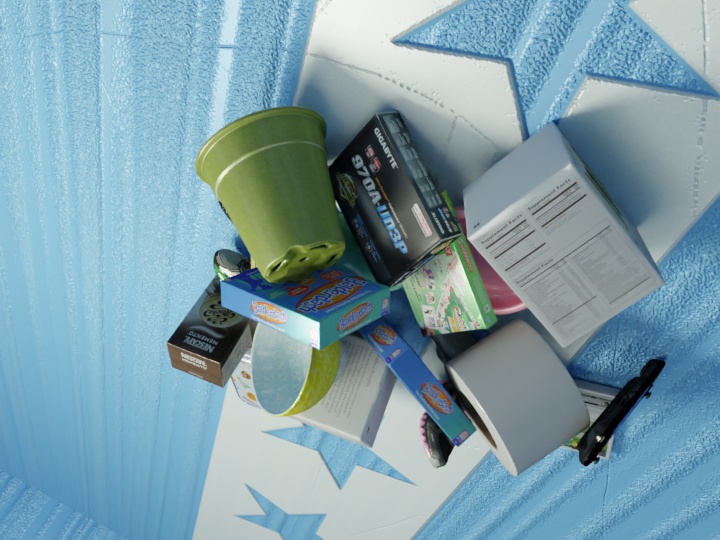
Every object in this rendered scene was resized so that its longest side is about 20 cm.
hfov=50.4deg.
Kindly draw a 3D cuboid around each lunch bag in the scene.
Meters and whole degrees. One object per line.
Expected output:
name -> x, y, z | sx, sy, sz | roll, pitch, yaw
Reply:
lunch bag -> -0.208, 0.212, 1.601 | 0.159, 0.076, 0.201 | 14, 138, 22

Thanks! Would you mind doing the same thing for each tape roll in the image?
tape roll -> 0.239, 0.195, 1.189 | 0.204, 0.138, 0.203 | 58, 174, 9

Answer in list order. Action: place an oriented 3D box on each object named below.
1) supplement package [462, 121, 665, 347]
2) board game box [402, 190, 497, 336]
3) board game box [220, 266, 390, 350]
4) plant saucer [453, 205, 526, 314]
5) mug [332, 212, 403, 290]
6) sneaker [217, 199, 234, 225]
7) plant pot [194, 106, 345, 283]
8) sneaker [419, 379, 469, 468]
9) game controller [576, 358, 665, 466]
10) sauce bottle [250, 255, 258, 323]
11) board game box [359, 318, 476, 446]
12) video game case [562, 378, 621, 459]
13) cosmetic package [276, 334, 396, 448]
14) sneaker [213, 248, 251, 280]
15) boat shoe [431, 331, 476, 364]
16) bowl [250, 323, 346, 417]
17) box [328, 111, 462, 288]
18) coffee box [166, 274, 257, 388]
supplement package -> 0.249, -0.047, 0.966 | 0.150, 0.152, 0.200 | -37, 109, 22
board game box -> 0.108, -0.005, 1.116 | 0.134, 0.029, 0.202 | -13, 102, 50
board game box -> -0.080, 0.038, 1.102 | 0.199, 0.152, 0.045 | 19, 119, 36
plant saucer -> 0.184, -0.022, 1.144 | 0.199, 0.051, 0.202 | 17, 138, 16
mug -> -0.010, -0.005, 1.226 | 0.152, 0.115, 0.185 | 43, 139, -15
sneaker -> -0.175, -0.110, 1.226 | 0.200, 0.078, 0.066 | 51, 148, 35
plant pot -> -0.109, -0.091, 1.072 | 0.200, 0.199, 0.191 | -44, 62, 49
sneaker -> 0.163, 0.260, 1.343 | 0.095, 0.201, 0.079 | -12, 120, 24
game controller -> 0.394, 0.211, 1.150 | 0.042, 0.200, 0.105 | 42, 145, 16
sauce bottle -> -0.154, -0.004, 1.297 | 0.064, 0.065, 0.202 | 10, 110, 21
board game box -> 0.090, 0.173, 1.232 | 0.200, 0.045, 0.152 | 52, 176, -26
video game case -> 0.348, 0.249, 1.346 | 0.198, 0.022, 0.183 | 11, 136, 20
cosmetic package -> -0.051, 0.204, 1.385 | 0.198, 0.169, 0.167 | 18, 166, 13
sneaker -> -0.169, 0.007, 1.378 | 0.198, 0.078, 0.085 | 24, 134, -7
boat shoe -> 0.159, 0.138, 1.303 | 0.066, 0.074, 0.200 | -22, 118, 43
bowl -> -0.087, 0.140, 1.253 | 0.107, 0.202, 0.200 | 11, 151, -34
box -> 0.040, -0.095, 1.082 | 0.159, 0.046, 0.201 | -40, 72, 49
coffee box -> -0.255, 0.102, 1.416 | 0.112, 0.201, 0.080 | 19, 139, 12
